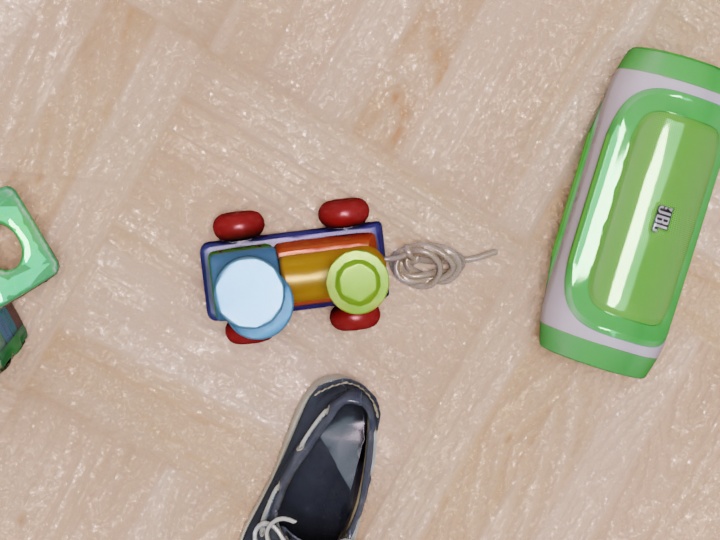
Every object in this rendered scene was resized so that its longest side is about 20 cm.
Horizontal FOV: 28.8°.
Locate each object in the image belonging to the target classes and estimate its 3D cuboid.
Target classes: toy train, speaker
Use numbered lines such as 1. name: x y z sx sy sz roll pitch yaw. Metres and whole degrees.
1. toy train: 0.000 0.000 0.878 0.197 0.116 0.086 -7 97 -5
2. speaker: 0.179 -0.037 0.911 0.087 0.088 0.202 16 94 -7

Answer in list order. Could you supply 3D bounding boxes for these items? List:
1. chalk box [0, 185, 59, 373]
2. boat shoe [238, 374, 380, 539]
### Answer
1. chalk box: -0.283 0.025 0.846 0.199 0.124 0.125 -30 98 -2
2. boat shoe: -0.033 0.169 0.919 0.074 0.062 0.202 22 93 -10
